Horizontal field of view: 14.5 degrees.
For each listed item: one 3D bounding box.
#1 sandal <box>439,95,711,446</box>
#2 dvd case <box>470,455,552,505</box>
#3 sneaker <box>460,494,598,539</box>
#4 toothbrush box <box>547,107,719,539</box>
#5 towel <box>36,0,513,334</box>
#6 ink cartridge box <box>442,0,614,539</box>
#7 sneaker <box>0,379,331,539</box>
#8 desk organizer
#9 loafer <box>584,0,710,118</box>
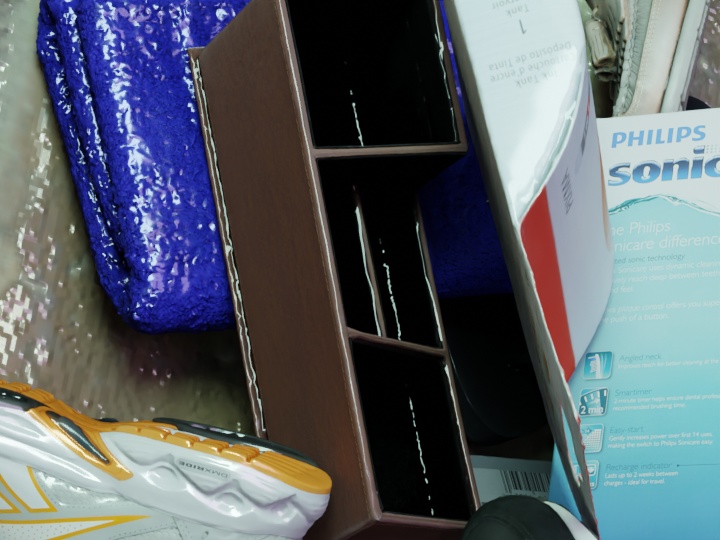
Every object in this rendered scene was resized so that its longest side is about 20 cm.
[{"bbox_3d":[0.095,-0.009,1.165,0.076,0.043,0.200,49,57,-11],"label":"sandal"},{"bbox_3d":[0.036,0.157,1.054,0.149,0.025,0.201,8,51,-30],"label":"dvd case"},{"bbox_3d":[0.043,0.156,0.913,0.087,0.076,0.201,11,50,-25],"label":"sneaker"},{"bbox_3d":[0.157,0.041,1.064,0.085,0.145,0.201,47,44,-53],"label":"toothbrush box"},{"bbox_3d":[-0.016,-0.055,1.086,0.199,0.050,0.149,-8,69,-29],"label":"towel"},{"bbox_3d":[0.073,-0.016,0.980,0.050,0.162,0.201,-17,65,0],"label":"ink cartridge box"},{"bbox_3d":[-0.115,0.087,0.956,0.199,0.076,0.093,13,92,11],"label":"sneaker"},{"bbox_3d":[0.000,0.000,1.005,0.071,0.077,0.201,-4,74,-27],"label":"desk organizer"},{"bbox_3d":[0.119,-0.128,1.199,0.062,0.072,0.201,13,55,4],"label":"loafer"}]
